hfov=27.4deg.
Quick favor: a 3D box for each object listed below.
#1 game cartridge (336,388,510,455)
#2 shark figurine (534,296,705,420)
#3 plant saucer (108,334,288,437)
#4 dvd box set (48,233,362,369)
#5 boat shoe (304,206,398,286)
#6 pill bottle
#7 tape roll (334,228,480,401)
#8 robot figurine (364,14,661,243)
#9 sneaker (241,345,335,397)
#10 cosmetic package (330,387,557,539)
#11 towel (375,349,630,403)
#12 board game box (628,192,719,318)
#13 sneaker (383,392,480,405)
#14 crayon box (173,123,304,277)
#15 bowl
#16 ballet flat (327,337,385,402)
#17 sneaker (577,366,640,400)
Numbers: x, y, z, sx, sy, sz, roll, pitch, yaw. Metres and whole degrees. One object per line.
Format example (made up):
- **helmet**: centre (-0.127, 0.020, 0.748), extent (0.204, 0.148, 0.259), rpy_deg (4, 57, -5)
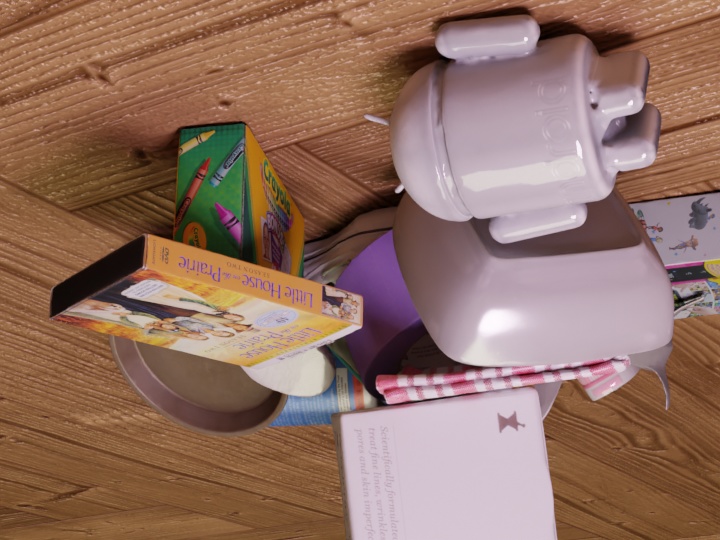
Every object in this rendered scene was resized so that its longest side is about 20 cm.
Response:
- **game cartridge**: centre (0.063, 0.157, 1.538), extent (0.042, 0.199, 0.133), rpy_deg (49, -178, -14)
- **shark figurine**: centre (0.237, 0.086, 1.300), extent (0.127, 0.091, 0.213), rpy_deg (-25, 171, 39)
- **plant saucer**: centre (-0.159, 0.081, 1.479), extent (0.197, 0.030, 0.202), rpy_deg (12, 127, 16)
- **dvd box set**: centre (-0.118, 0.029, 1.132), extent (0.198, 0.030, 0.146), rpy_deg (17, 153, -36)
- **boat shoe**: centre (0.000, 0.000, 1.342), extent (0.073, 0.068, 0.199), rpy_deg (17, 154, -38)
- **pill bottle**: centre (-0.076, 0.108, 1.565), extent (0.197, 0.114, 0.112), rpy_deg (-3, 159, 7)
- **tape roll**: centre (0.079, 0.028, 1.294), extent (0.198, 0.086, 0.201), rpy_deg (-19, 154, -9)
- **robot figurine**: centre (0.104, -0.097, 1.020), extent (0.197, 0.113, 0.171), rpy_deg (-9, 117, 21)
- **sneaker**: centre (-0.102, 0.036, 1.353), extent (0.199, 0.089, 0.076), rpy_deg (32, 117, 2)
- **cosmetic package**: centre (0.066, 0.191, 1.245), extent (0.163, 0.167, 0.200), rpy_deg (-7, 174, -4)
- **towel**: centre (0.117, 0.080, 1.181), extent (0.197, 0.030, 0.146), rpy_deg (-8, 176, 8)
- **board game box**: centre (0.338, -0.016, 1.303), extent (0.197, 0.065, 0.147), rpy_deg (-8, 159, 21)
- **sneaker**: centre (0.065, 0.117, 1.468), extent (0.114, 0.073, 0.201), rpy_deg (-34, -172, 17)
- **crayon box**: centre (-0.096, -0.022, 1.212), extent (0.057, 0.120, 0.200), rpy_deg (-4, 159, 11)
- **bowl**: centre (0.132, -0.021, 1.135), extent (0.197, 0.201, 0.075), rpy_deg (-5, 128, -13)
- **ballet flat**: centre (-0.021, 0.049, 1.424), extent (0.199, 0.064, 0.067), rpy_deg (37, -166, 20)
- **sneaker**: centre (0.242, 0.059, 1.507), extent (0.075, 0.105, 0.200), rpy_deg (-36, 177, 18)
